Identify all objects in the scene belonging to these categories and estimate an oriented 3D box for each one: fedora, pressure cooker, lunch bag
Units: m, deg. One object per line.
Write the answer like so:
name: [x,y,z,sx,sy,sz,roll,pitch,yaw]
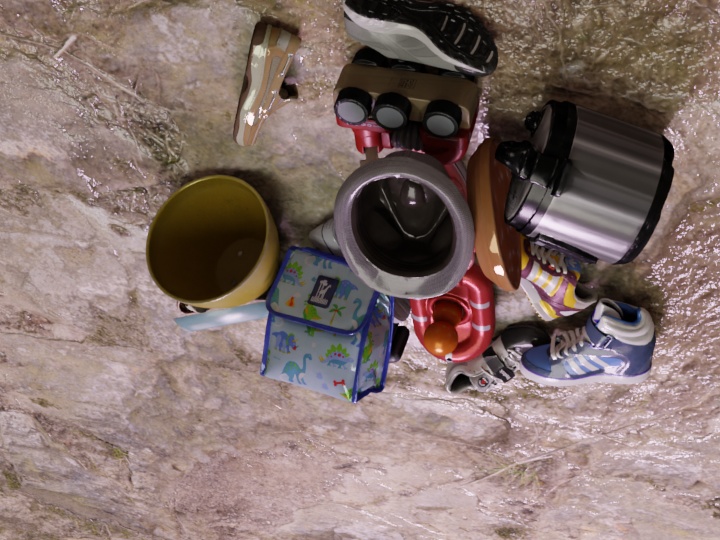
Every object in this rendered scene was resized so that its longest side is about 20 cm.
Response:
fedora: [0.061,-0.071,1.493,0.177,0.090,0.200,-1,126,19]
pressure cooker: [0.260,-0.114,1.460,0.200,0.179,0.176,19,147,-5]
lunch bag: [-0.045,0.076,1.758,0.170,0.127,0.200,15,102,24]

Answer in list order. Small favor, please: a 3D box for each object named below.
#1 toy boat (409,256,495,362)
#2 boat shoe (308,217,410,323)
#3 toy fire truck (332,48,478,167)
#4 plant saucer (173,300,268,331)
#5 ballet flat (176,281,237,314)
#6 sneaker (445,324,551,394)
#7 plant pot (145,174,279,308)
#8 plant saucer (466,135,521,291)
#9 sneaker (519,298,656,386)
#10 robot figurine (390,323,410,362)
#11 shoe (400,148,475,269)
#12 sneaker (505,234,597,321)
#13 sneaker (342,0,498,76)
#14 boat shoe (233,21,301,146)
toy boat: [0.129,0.072,1.778,0.130,0.131,0.200,7,140,17]
boat shoe: [0.000,0.000,1.810,0.067,0.074,0.200,-14,119,46]
toy fire truck: [0.057,-0.163,1.538,0.176,0.129,0.200,10,145,13]
plant saucer: [-0.196,0.070,1.897,0.200,0.200,0.027,-11,89,34]
ballet flat: [-0.227,0.033,1.944,0.200,0.067,0.068,-22,126,40]
sneaker: [0.214,0.150,1.871,0.074,0.089,0.200,42,136,-23]
plant pot: [-0.199,-0.024,1.789,0.200,0.200,0.142,2,161,23]
plant saucer: [0.170,-0.071,1.530,0.037,0.200,0.200,-8,135,16]
sneaker: [0.329,0.093,1.746,0.200,0.081,0.147,1,128,15]
robot figurine: [-0.027,0.105,1.891,0.200,0.125,0.150,-2,93,26]
shoe: [0.109,-0.093,1.621,0.071,0.091,0.200,-11,131,34]
sneaker: [0.258,-0.010,1.679,0.090,0.075,0.200,-20,134,30]
sneaker: [0.072,-0.282,1.438,0.200,0.074,0.079,24,152,6]
boat shoe: [-0.120,-0.235,1.579,0.076,0.072,0.200,12,143,-8]
